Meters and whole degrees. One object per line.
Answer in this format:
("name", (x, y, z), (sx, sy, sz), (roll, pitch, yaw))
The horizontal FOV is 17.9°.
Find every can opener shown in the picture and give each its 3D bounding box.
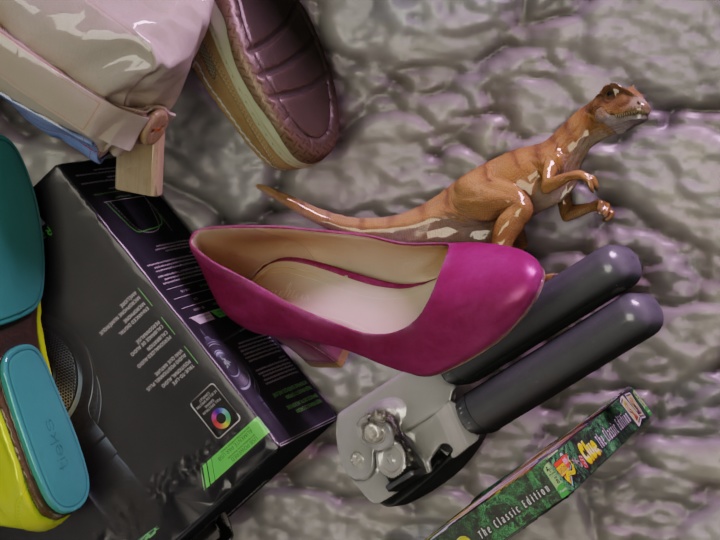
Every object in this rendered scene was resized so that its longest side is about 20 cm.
("can opener", (0.067, 0.053, 1.133), (0.200, 0.066, 0.053), (-36, 69, 32))

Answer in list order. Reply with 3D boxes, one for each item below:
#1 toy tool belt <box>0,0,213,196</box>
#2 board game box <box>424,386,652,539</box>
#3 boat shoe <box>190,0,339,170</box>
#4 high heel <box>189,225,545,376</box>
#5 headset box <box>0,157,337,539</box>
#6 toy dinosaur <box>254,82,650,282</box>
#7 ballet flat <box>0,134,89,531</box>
("toy tool belt", (-0.173, -0.123, 1.145), (0.199, 0.125, 0.123), (31, 132, 12))
("board game box", (0.075, 0.106, 1.078), (0.105, 0.200, 0.024), (-40, 84, 17))
("boat shoe", (-0.080, -0.134, 1.185), (0.076, 0.072, 0.201), (-32, 76, 32))
("high heel", (0.000, 0.000, 1.112), (0.096, 0.200, 0.068), (40, 66, -26))
("headset box", (-0.137, 0.072, 1.202), (0.174, 0.093, 0.200), (-41, 82, 18))
("toy dinosaur", (0.061, -0.028, 1.155), (0.199, 0.060, 0.107), (-23, 75, 9))
("ballet flat", (-0.189, 0.033, 1.135), (0.067, 0.067, 0.201), (-10, 94, 33))
